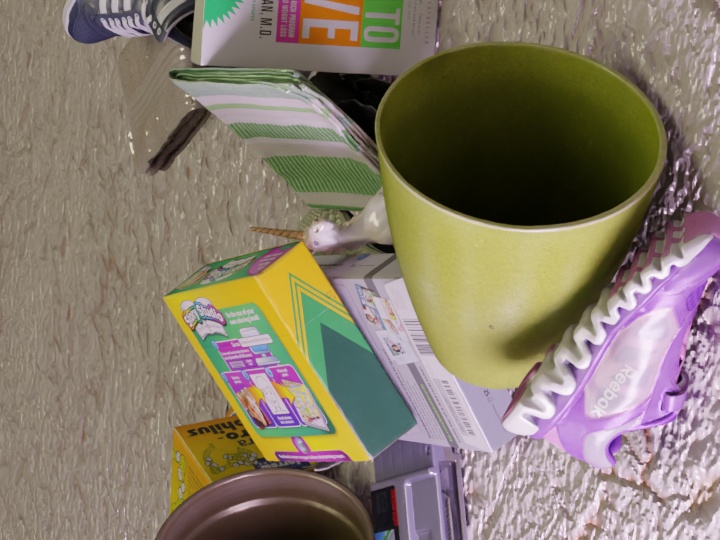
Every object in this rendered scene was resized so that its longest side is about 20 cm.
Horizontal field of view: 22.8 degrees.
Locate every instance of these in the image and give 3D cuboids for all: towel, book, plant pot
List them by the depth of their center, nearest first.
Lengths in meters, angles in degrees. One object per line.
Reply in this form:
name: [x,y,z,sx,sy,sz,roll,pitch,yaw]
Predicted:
plant pot: [0.101,-0.019,1.210,0.200,0.187,0.187,92,162,-44]
book: [-0.035,-0.231,1.460,0.048,0.200,0.134,-145,57,-65]
towel: [-0.046,-0.103,1.464,0.152,0.200,0.023,7,66,43]
plant pot: [-0.077,0.307,1.603,0.200,0.200,0.174,-120,18,-50]
towel: [-0.187,-0.175,1.670,0.200,0.034,0.133,141,121,-62]

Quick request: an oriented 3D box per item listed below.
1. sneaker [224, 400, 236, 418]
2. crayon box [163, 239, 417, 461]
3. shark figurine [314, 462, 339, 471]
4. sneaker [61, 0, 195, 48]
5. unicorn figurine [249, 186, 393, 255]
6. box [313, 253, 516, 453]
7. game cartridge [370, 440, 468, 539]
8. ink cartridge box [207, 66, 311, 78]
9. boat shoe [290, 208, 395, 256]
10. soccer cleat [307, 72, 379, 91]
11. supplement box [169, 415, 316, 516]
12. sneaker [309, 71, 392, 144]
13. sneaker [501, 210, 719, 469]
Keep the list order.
sneaker: [-0.100,0.125,1.796,0.077,0.078,0.200,-89,9,-63]
crayon box: [-0.062,0.070,1.453,0.173,0.058,0.200,59,154,-10]
shark figurine: [-0.041,0.079,1.626,0.128,0.089,0.215,153,116,-66]
sneaker: [-0.187,-0.222,1.563,0.200,0.070,0.109,-28,65,37]
unicorn figurine: [0.033,-0.062,1.377,0.074,0.200,0.137,58,159,-8]
box: [0.030,0.062,1.401,0.200,0.041,0.156,-3,118,60]
game cartridge: [0.050,0.237,1.480,0.130,0.038,0.200,-26,66,60]
ink cartridge box: [-0.087,-0.255,1.654,0.200,0.144,0.145,127,136,-56]
boat shoe: [0.000,0.000,1.539,0.075,0.062,0.200,-56,36,2]
soccer cleat: [-0.026,-0.155,1.632,0.200,0.068,0.073,123,164,-58]
supplement box: [-0.118,0.252,1.741,0.110,0.109,0.200,46,137,50]
sneaker: [0.003,-0.103,1.532,0.104,0.060,0.200,32,156,26]
sneaker: [0.179,0.050,1.130,0.200,0.088,0.080,-52,-3,29]
